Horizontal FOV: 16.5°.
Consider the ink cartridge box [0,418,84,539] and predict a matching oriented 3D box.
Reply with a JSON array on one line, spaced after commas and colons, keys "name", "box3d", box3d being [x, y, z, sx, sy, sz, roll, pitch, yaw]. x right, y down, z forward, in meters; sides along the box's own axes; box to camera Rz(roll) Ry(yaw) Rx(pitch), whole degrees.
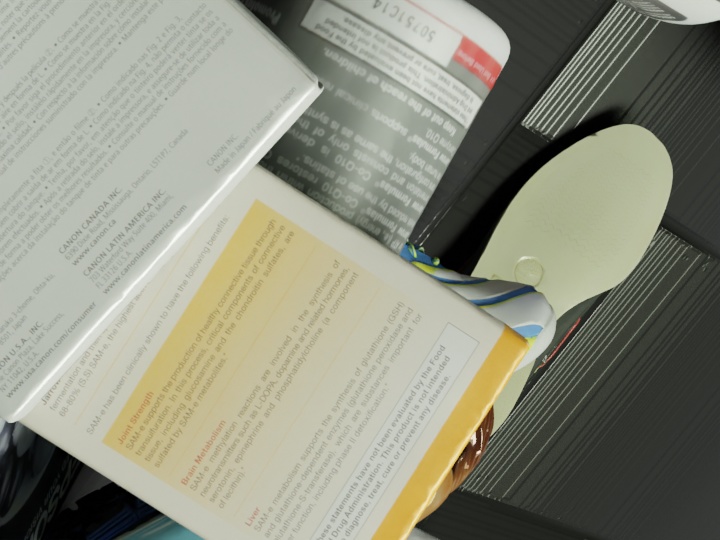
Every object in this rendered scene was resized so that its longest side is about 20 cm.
[{"name": "ink cartridge box", "box3d": [-0.165, 0.110, 1.033, 0.198, 0.043, 0.200, -65, 169, -46]}]

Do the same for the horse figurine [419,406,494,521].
[{"name": "horse figurine", "box3d": [-0.015, 0.090, 1.210, 0.199, 0.050, 0.133, -13, 106, -13]}]

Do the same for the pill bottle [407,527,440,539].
[{"name": "pill bottle", "box3d": [-0.013, 0.246, 1.392, 0.116, 0.116, 0.200, 1, 126, -51]}]

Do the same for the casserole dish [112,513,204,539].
[{"name": "casserole dish", "box3d": [-0.064, 0.111, 1.013, 0.200, 0.039, 0.121, -27, 178, -39]}]

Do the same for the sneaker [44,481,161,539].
[{"name": "sneaker", "box3d": [-0.064, 0.119, 1.118, 0.200, 0.079, 0.075, -23, -178, -23]}]

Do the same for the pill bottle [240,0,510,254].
[{"name": "pill bottle", "box3d": [-0.034, -0.034, 1.012, 0.200, 0.114, 0.114, -61, 148, -1]}]

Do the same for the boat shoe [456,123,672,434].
[{"name": "boat shoe", "box3d": [0.086, 0.006, 1.294, 0.202, 0.074, 0.063, -53, -171, -10]}]

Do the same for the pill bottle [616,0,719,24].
[{"name": "pill bottle", "box3d": [0.132, -0.171, 1.092, 0.111, 0.111, 0.200, -54, 148, 13]}]

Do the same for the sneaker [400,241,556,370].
[{"name": "sneaker", "box3d": [0.000, 0.000, 1.125, 0.199, 0.076, 0.105, -6, 108, -24]}]

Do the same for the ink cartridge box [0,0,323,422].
[{"name": "ink cartridge box", "box3d": [-0.137, -0.073, 0.851, 0.161, 0.200, 0.050, -47, -176, 1]}]

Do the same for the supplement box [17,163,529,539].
[{"name": "supplement box", "box3d": [-0.055, 0.024, 0.919, 0.126, 0.200, 0.074, -57, -178, 0]}]
